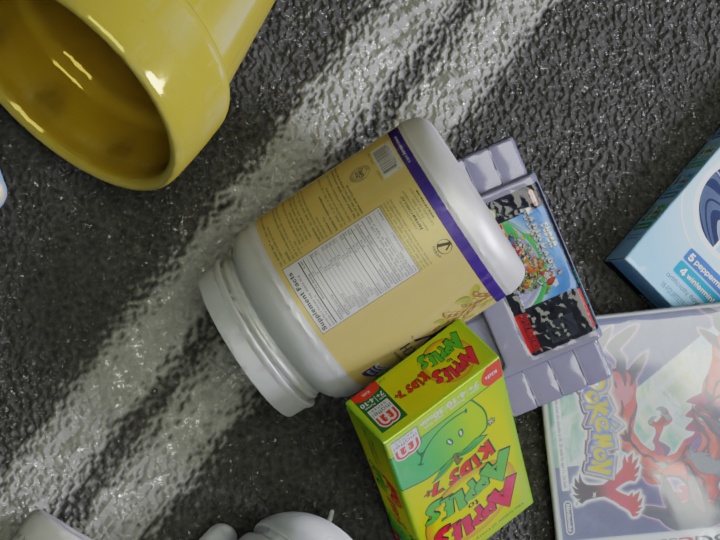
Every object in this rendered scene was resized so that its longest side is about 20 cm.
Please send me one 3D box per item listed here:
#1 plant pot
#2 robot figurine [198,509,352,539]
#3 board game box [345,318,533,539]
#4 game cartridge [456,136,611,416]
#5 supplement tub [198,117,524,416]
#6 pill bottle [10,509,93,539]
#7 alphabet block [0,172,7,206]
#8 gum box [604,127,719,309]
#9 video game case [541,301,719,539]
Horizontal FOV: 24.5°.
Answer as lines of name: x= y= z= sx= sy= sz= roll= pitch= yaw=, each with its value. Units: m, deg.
plant pot: x=-0.151 y=-0.190 z=1.153 sx=0.201 sy=0.201 sz=0.189 roll=44 pitch=64 yaw=-10
robot figurine: x=-0.070 y=0.251 z=1.182 sx=0.200 sy=0.113 sz=0.170 roll=-38 pitch=60 yaw=-23
board game box: x=0.061 y=0.134 z=1.197 sx=0.102 sy=0.200 sz=0.048 roll=-36 pitch=53 yaw=-14
game cartridge: x=0.099 y=0.012 z=1.267 sx=0.129 sy=0.038 sz=0.200 roll=-23 pitch=94 yaw=9
supplement tub: x=0.000 y=0.000 z=1.183 sx=0.200 sy=0.145 sz=0.146 roll=-33 pitch=97 yaw=6
pill bottle: x=-0.235 y=0.276 z=1.144 sx=0.111 sy=0.111 sz=0.200 roll=35 pitch=79 yaw=-11
alphabet block: x=-0.381 y=-0.068 z=1.044 sx=0.200 sy=0.195 sz=0.197 roll=-32 pitch=95 yaw=-43
gum box: x=0.325 y=-0.023 z=1.343 sx=0.170 sy=0.045 sz=0.200 roll=44 pitch=77 yaw=-9
video game case: x=0.235 y=0.130 z=1.291 sx=0.182 sy=0.023 sz=0.200 roll=-6 pitch=90 yaw=5
